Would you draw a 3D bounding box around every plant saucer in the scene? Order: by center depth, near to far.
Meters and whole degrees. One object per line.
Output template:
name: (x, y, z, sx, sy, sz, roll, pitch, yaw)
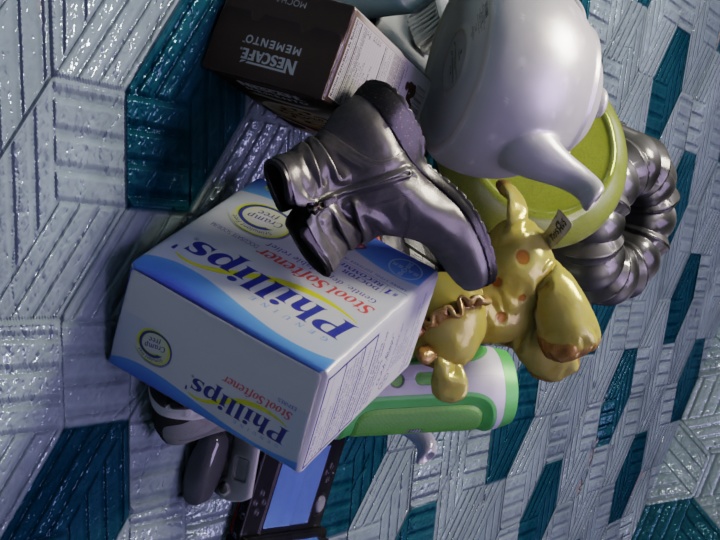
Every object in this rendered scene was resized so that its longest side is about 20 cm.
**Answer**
plant saucer: (0.170, -0.121, 1.671, 0.201, 0.199, 0.031, -64, -173, -19)

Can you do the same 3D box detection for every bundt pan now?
bundt pan: (0.263, -0.054, 1.778, 0.202, 0.075, 0.203, -27, 125, -47)

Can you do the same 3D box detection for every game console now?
game console: (-0.036, 0.254, 1.727, 0.200, 0.118, 0.173, 13, 94, -69)

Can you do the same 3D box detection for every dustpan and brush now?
dustpan and brush: (0.072, -0.269, 1.648, 0.139, 0.057, 0.201, 36, 35, -35)

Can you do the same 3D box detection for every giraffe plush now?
giraffe plush: (0.104, 0.037, 1.547, 0.162, 0.173, 0.200, -29, 150, -18)

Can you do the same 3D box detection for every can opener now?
can opener: (-0.108, 0.116, 1.538, 0.066, 0.052, 0.201, -13, 118, -64)

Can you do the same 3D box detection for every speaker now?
speaker: (0.047, 0.117, 1.675, 0.088, 0.199, 0.089, 178, -90, -74)

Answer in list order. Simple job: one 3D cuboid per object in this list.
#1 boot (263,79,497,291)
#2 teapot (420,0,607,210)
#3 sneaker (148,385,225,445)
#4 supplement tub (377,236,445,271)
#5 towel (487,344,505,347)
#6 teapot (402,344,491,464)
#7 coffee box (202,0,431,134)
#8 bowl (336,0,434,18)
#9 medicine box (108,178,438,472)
boot: (0.012, -0.036, 1.357, 0.132, 0.070, 0.200, -43, 109, -22)
teapot: (0.148, -0.168, 1.522, 0.197, 0.145, 0.201, -154, -103, -73)
sneaker: (-0.093, 0.089, 1.483, 0.199, 0.074, 0.080, -20, 145, -27)
supplement tub: (0.000, 0.000, 1.618, 0.200, 0.122, 0.123, 30, 79, -67)
towel: (0.142, 0.005, 1.730, 0.200, 0.036, 0.149, 14, 82, -58)
teapot: (0.069, 0.059, 1.795, 0.197, 0.145, 0.201, -43, 143, -51)
coffee box: (-0.032, -0.163, 1.433, 0.200, 0.113, 0.080, 28, 81, -67)
bowl: (0.028, -0.298, 1.484, 0.201, 0.105, 0.202, -48, 148, -44)
medicine box: (-0.067, 0.037, 1.387, 0.200, 0.182, 0.103, -39, 152, -54)
